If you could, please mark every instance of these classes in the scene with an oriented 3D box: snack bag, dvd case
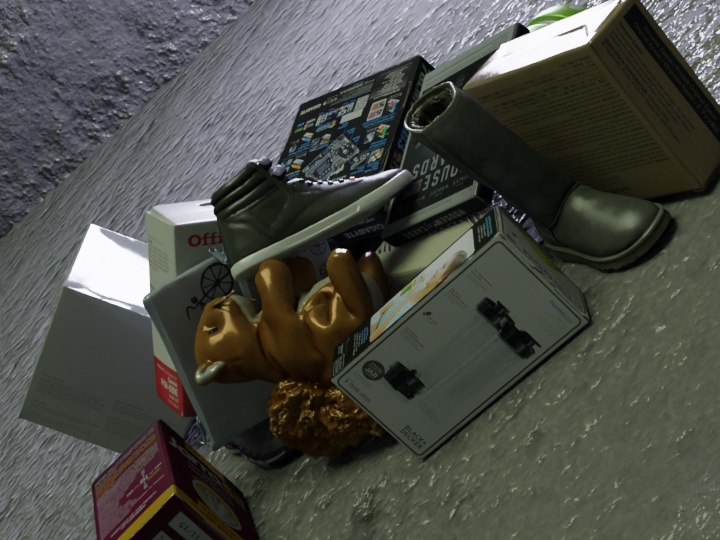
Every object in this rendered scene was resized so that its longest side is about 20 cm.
[{"bbox_3d":[-0.100,0.056,1.574,0.200,0.189,0.021,-29,23,-18],"label":"snack bag"},{"bbox_3d":[0.092,-0.130,1.545,0.150,0.025,0.200,-24,43,51],"label":"dvd case"}]

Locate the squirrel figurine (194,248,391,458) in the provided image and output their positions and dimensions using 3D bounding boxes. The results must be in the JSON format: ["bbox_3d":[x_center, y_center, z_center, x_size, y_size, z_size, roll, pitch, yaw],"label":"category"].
[{"bbox_3d":[-0.059,0.086,1.491,0.186,0.200,0.142,-17,3,12],"label":"squirrel figurine"}]

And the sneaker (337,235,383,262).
[{"bbox_3d":[0.000,0.000,1.702,0.066,0.090,0.200,-22,31,53],"label":"sneaker"}]

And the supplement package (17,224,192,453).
[{"bbox_3d":[-0.269,0.089,1.861,0.147,0.191,0.200,-83,15,-59],"label":"supplement package"}]

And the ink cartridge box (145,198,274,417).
[{"bbox_3d":[-0.132,0.033,1.613,0.146,0.201,0.083,-9,16,-24],"label":"ink cartridge box"}]

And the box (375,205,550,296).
[{"bbox_3d":[0.085,0.002,1.530,0.200,0.082,0.068,-13,37,57],"label":"box"}]

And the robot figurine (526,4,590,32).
[{"bbox_3d":[0.193,-0.182,1.599,0.175,0.116,0.200,6,56,49],"label":"robot figurine"}]

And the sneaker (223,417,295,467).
[{"bbox_3d":[-0.124,0.153,1.672,0.074,0.088,0.200,-55,20,-21],"label":"sneaker"}]

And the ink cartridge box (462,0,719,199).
[{"bbox_3d":[0.209,-0.140,1.405,0.075,0.165,0.200,-50,18,-24],"label":"ink cartridge box"}]

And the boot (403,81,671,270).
[{"bbox_3d":[0.149,-0.087,1.373,0.073,0.200,0.182,-52,21,-21],"label":"boot"}]

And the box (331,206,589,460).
[{"bbox_3d":[0.084,0.056,1.371,0.200,0.117,0.060,-43,17,19],"label":"box"}]

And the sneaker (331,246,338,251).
[{"bbox_3d":[0.017,-0.053,1.789,0.200,0.077,0.076,-53,17,-18],"label":"sneaker"}]

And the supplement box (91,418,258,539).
[{"bbox_3d":[-0.176,0.249,1.533,0.103,0.131,0.200,-45,19,2],"label":"supplement box"}]

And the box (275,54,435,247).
[{"bbox_3d":[-0.016,-0.115,1.692,0.200,0.050,0.199,-17,47,45],"label":"box"}]

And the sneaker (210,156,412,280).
[{"bbox_3d":[-0.052,-0.077,1.523,0.200,0.099,0.071,-26,-8,-11],"label":"sneaker"}]
